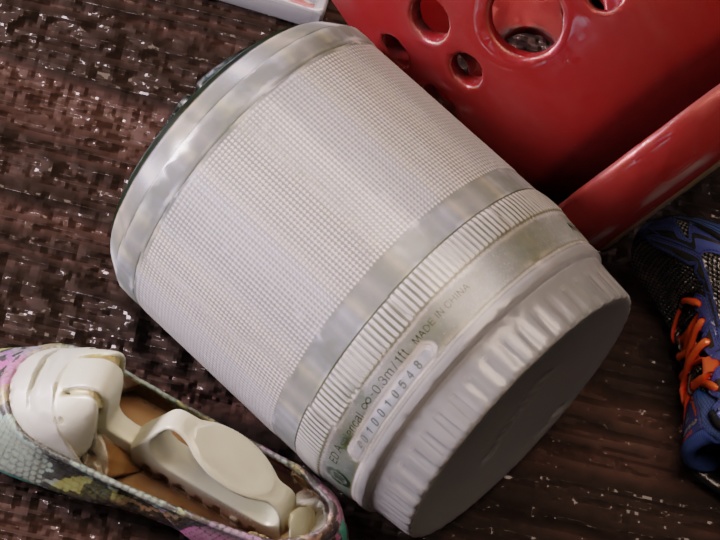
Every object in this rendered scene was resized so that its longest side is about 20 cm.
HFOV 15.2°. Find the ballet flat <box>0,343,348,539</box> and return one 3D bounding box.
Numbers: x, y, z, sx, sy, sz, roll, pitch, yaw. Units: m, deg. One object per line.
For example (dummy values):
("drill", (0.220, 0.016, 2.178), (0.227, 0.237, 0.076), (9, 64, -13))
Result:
("ballet flat", (-0.094, 0.075, 1.192), (0.200, 0.071, 0.069), (25, 60, 4))

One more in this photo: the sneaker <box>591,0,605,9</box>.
("sneaker", (0.162, -0.139, 1.393), (0.200, 0.078, 0.070), (32, 55, 8))

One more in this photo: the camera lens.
("camera lens", (0.000, 0.000, 1.211), (0.200, 0.160, 0.160), (43, 58, 15))

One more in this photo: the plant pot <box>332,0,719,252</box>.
("plant pot", (0.114, -0.121, 1.275), (0.200, 0.200, 0.183), (-36, 88, -30))

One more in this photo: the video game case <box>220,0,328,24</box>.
("video game case", (-0.101, -0.210, 1.413), (0.200, 0.018, 0.143), (16, 55, -3))

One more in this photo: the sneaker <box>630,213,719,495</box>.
("sneaker", (0.179, 0.058, 1.272), (0.078, 0.075, 0.200), (-19, 62, -21))
